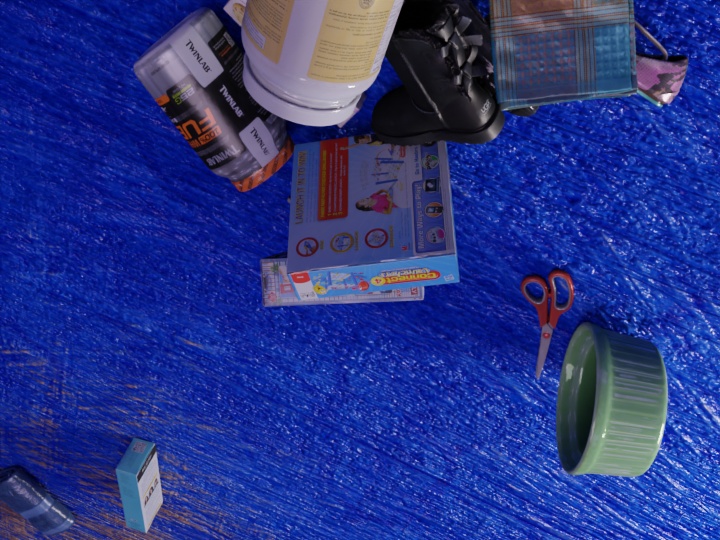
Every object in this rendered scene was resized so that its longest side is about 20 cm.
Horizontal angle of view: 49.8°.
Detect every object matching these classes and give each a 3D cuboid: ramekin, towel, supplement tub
[{"bbox_3d":[0.336,0.178,1.047,0.095,0.202,0.203,8,130,2],"label":"ramekin"},{"bbox_3d":[0.201,-0.272,0.782,0.143,0.022,0.205,-5,101,10],"label":"towel"},{"bbox_3d":[-0.760,0.539,1.796,0.110,0.049,0.201,-23,117,31],"label":"towel"},{"bbox_3d":[-0.033,-0.255,0.723,0.143,0.147,0.202,23,133,-1],"label":"supplement tub"},{"bbox_3d":[-0.174,-0.206,0.960,0.121,0.124,0.201,-22,118,32],"label":"supplement tub"}]

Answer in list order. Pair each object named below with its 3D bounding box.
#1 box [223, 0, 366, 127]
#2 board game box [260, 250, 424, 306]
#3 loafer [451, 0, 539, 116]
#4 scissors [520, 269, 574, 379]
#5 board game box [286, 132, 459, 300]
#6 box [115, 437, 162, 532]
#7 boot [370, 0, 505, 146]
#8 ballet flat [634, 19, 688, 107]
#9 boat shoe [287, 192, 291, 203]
[{"bbox_3d":[-0.077,-0.262,0.937,0.200,0.039,0.041,44,129,-17],"label":"box"},{"bbox_3d":[0.000,0.000,1.011,0.195,0.200,0.063,0,99,19],"label":"board game box"},{"bbox_3d":[0.131,-0.253,0.851,0.200,0.071,0.068,42,170,-11],"label":"loafer"},{"bbox_3d":[0.273,0.083,1.107,0.071,0.014,0.203,-3,124,19],"label":"scissors"},{"bbox_3d":[0.014,-0.073,0.925,0.191,0.204,0.056,-6,144,9],"label":"board game box"},{"bbox_3d":[-0.452,0.443,1.593,0.048,0.083,0.203,13,130,8],"label":"box"},{"bbox_3d":[0.057,-0.215,0.852,0.196,0.074,0.163,13,154,44],"label":"boot"},{"bbox_3d":[0.257,-0.243,0.829,0.196,0.069,0.072,22,114,-2],"label":"ballet flat"},{"bbox_3d":[-0.003,-0.089,1.036,0.197,0.073,0.065,15,102,17],"label":"boat shoe"}]
